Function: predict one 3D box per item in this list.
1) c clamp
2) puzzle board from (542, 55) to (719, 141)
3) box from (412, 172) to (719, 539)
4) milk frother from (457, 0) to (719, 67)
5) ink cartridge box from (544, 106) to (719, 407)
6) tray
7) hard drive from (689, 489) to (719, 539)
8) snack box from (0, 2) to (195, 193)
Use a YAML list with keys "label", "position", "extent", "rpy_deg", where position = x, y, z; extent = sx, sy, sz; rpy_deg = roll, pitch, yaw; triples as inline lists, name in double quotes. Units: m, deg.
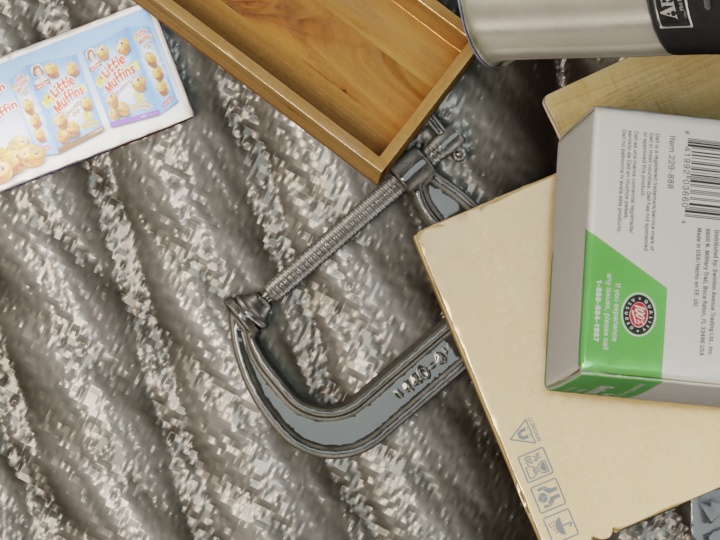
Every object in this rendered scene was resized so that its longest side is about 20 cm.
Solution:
- label: "c clamp"
  position: [0.000, 0.000, 1.727]
  extent: [0.171, 0.027, 0.200]
  rpy_deg: [44, 88, -5]
- label: "puzzle board"
  position: [0.219, -0.068, 1.694]
  extent: [0.199, 0.017, 0.151]
  rpy_deg: [-25, 85, -15]
- label: "box"
  position: [0.141, 0.040, 1.697]
  extent: [0.163, 0.021, 0.201]
  rpy_deg: [-23, 85, 0]
- label: "milk frother"
  position: [0.172, -0.207, 1.681]
  extent: [0.187, 0.200, 0.182]
  rpy_deg: [1, 97, 23]
- label: "ink cartridge box"
  position: [0.208, 0.000, 1.627]
  extent: [0.199, 0.084, 0.147]
  rpy_deg: [7, 78, -10]
- label: "tray"
  position: [-0.039, -0.148, 1.693]
  extent: [0.200, 0.037, 0.099]
  rpy_deg: [37, 77, 5]
- label: "hard drive"
  position: [0.256, 0.064, 1.728]
  extent: [0.134, 0.042, 0.201]
  rpy_deg: [5, 90, -2]
- label: "snack box"
  position: [-0.199, -0.085, 1.714]
  extent: [0.199, 0.024, 0.072]
  rpy_deg: [-21, 92, -1]
